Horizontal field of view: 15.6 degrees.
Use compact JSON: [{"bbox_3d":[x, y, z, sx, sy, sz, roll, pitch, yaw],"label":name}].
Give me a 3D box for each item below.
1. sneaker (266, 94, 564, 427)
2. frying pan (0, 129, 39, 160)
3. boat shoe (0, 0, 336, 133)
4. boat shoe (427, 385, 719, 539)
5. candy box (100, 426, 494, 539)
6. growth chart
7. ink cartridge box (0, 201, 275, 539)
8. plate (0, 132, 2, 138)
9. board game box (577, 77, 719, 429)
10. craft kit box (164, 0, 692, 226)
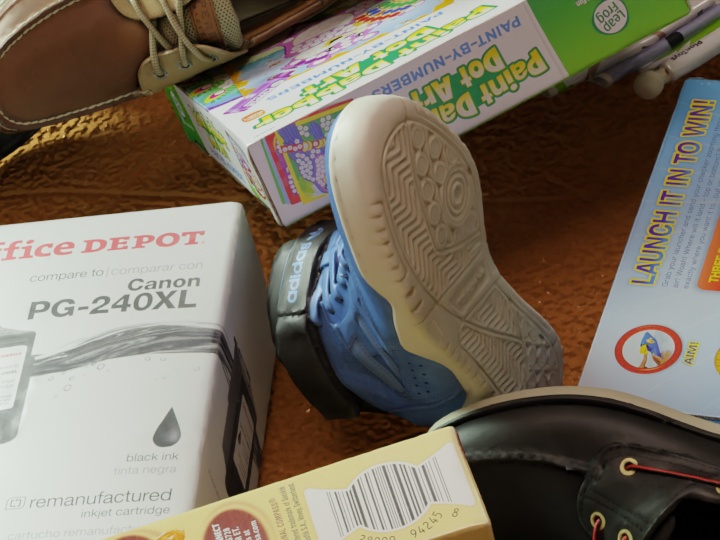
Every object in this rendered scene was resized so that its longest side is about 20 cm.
[{"bbox_3d":[0.000,0.001,1.040,0.111,0.200,0.077,6,62,29],"label":"sneaker"},{"bbox_3d":[-0.155,-0.114,1.225,0.031,0.190,0.115,46,29,18],"label":"frying pan"},{"bbox_3d":[-0.081,-0.123,1.184,0.199,0.076,0.074,-31,25,-16],"label":"boat shoe"},{"bbox_3d":[0.112,0.095,0.998,0.200,0.074,0.063,9,40,19],"label":"boat shoe"},{"bbox_3d":[-0.043,0.141,0.963,0.199,0.116,0.055,-17,42,-2],"label":"candy box"},{"bbox_3d":[0.112,-0.120,1.232,0.144,0.018,0.200,-36,30,-25],"label":"growth chart"},{"bbox_3d":[-0.119,0.071,1.082,0.144,0.084,0.201,-5,44,11],"label":"ink cartridge box"},{"bbox_3d":[-0.272,-0.082,1.329,0.199,0.026,0.201,-7,44,7],"label":"plate"},{"bbox_3d":[0.206,0.012,1.071,0.195,0.056,0.201,5,47,22],"label":"board game box"},{"bbox_3d":[0.021,-0.101,1.172,0.199,0.049,0.197,-28,22,-8],"label":"craft kit box"}]
